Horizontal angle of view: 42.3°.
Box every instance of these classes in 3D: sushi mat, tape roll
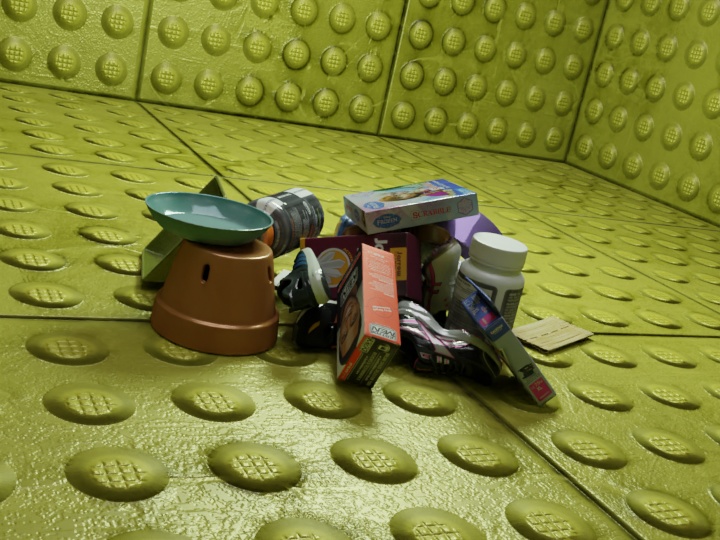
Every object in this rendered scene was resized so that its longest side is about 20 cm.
[{"bbox_3d":[0.358,0.120,1.764,0.095,0.012,0.199,26,22,34],"label":"sushi mat"},{"bbox_3d":[0.178,-0.029,1.771,0.198,0.201,0.085,20,53,24],"label":"tape roll"}]

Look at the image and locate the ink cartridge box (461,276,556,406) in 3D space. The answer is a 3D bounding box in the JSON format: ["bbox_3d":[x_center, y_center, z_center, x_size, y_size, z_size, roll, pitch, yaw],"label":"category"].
[{"bbox_3d":[0.221,0.108,1.445,0.201,0.042,0.119,55,1,-22],"label":"ink cartridge box"}]

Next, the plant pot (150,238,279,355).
[{"bbox_3d":[-0.212,0.025,1.425,0.198,0.142,0.200,12,15,-3],"label":"plant pot"}]

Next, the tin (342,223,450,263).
[{"bbox_3d":[0.063,-0.047,1.672,0.198,0.042,0.112,-1,-18,15],"label":"tin"}]

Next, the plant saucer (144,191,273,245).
[{"bbox_3d":[-0.234,-0.077,1.432,0.198,0.036,0.200,11,16,-3],"label":"plant saucer"}]

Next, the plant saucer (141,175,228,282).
[{"bbox_3d":[-0.297,-0.065,1.628,0.048,0.200,0.200,44,2,-21],"label":"plant saucer"}]

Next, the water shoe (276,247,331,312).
[{"bbox_3d":[-0.098,0.014,1.470,0.078,0.072,0.200,-21,11,-5],"label":"water shoe"}]

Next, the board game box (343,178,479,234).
[{"bbox_3d":[0.084,-0.116,1.642,0.197,0.042,0.200,-11,14,-10],"label":"board game box"}]

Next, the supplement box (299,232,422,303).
[{"bbox_3d":[0.000,0.000,1.585,0.198,0.112,0.086,-3,-9,20],"label":"supplement box"}]

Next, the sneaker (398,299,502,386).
[{"bbox_3d":[0.121,0.135,1.462,0.199,0.081,0.086,27,51,18],"label":"sneaker"}]

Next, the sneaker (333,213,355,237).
[{"bbox_3d":[0.012,-0.043,1.799,0.088,0.076,0.200,25,-15,26],"label":"sneaker"}]

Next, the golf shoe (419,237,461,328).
[{"bbox_3d":[0.148,0.022,1.626,0.072,0.201,0.092,-35,68,-30],"label":"golf shoe"}]

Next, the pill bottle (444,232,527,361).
[{"bbox_3d":[0.211,0.046,1.561,0.112,0.202,0.114,12,17,-4],"label":"pill bottle"}]

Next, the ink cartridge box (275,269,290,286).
[{"bbox_3d":[-0.056,0.008,1.722,0.198,0.069,0.115,15,16,6],"label":"ink cartridge box"}]

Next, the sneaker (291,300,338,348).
[{"bbox_3d":[-0.018,0.091,1.473,0.089,0.071,0.199,21,16,37],"label":"sneaker"}]

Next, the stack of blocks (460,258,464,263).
[{"bbox_3d":[0.140,-0.010,1.947,0.198,0.059,0.115,17,16,13],"label":"stack of blocks"}]

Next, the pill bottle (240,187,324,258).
[{"bbox_3d":[-0.147,-0.079,1.611,0.105,0.107,0.200,18,18,17],"label":"pill bottle"}]

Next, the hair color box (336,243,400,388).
[{"bbox_3d":[0.009,0.065,1.395,0.061,0.102,0.201,18,37,-17],"label":"hair color box"}]
